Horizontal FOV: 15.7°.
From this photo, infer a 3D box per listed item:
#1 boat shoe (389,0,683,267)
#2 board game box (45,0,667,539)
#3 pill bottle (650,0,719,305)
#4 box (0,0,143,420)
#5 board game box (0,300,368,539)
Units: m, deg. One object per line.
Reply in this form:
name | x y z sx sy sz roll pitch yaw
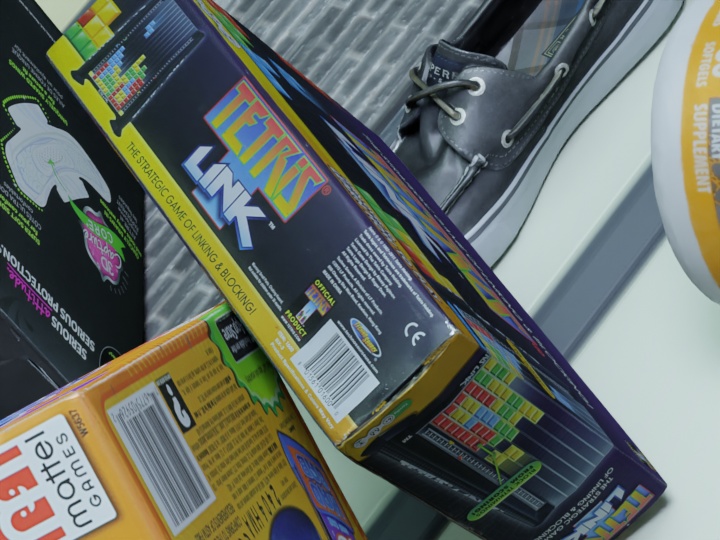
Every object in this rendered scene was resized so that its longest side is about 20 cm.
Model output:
boat shoe | 0.051 -0.071 1.022 0.200 0.066 0.070 -48 42 -11
board game box | 0.000 0.000 0.886 0.057 0.165 0.200 -44 55 9
pill bottle | 0.205 -0.045 0.854 0.199 0.116 0.117 -2 52 34
box | -0.180 -0.001 1.081 0.148 0.124 0.200 -23 42 17
board game box | -0.093 0.151 0.764 0.199 0.200 0.200 -28 1 11
